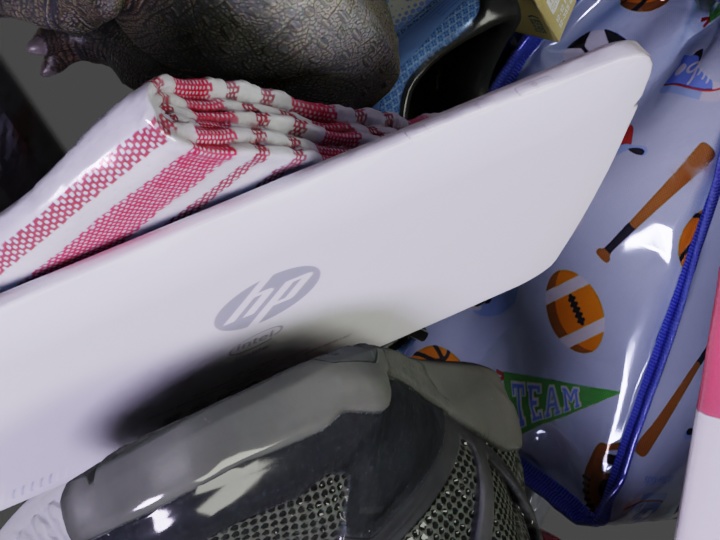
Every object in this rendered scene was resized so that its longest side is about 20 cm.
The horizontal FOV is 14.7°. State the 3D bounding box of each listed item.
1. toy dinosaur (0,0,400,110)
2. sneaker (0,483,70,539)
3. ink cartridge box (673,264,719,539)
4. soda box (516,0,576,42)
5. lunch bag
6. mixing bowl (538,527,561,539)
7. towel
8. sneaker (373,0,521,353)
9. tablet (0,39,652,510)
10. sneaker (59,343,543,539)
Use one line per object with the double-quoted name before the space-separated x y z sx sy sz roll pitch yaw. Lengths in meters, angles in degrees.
"toy dinosaur" -0.034 -0.066 0.685 0.077 0.102 0.200 -61 145 -24
"sneaker" -0.077 0.137 0.776 0.082 0.074 0.201 -32 142 -64
"ink cartridge box" 0.141 0.074 0.856 0.147 0.082 0.201 -55 154 -66
"soda box" 0.063 -0.178 0.865 0.201 0.064 0.068 -66 153 -14
"lunch bag" 0.106 -0.024 0.980 0.170 0.123 0.201 2 111 -62
"mixing bowl" -0.002 0.174 0.836 0.108 0.200 0.201 5 102 -36
"towel" -0.049 0.003 0.692 0.146 0.030 0.200 -37 161 24
"sneaker" 0.000 0.000 0.815 0.078 0.089 0.201 -18 123 -59
"tablet" -0.027 0.010 0.674 0.199 0.014 0.130 -24 162 -18
"sneaker" 0.001 0.082 0.708 0.199 0.076 0.115 13 54 -67
